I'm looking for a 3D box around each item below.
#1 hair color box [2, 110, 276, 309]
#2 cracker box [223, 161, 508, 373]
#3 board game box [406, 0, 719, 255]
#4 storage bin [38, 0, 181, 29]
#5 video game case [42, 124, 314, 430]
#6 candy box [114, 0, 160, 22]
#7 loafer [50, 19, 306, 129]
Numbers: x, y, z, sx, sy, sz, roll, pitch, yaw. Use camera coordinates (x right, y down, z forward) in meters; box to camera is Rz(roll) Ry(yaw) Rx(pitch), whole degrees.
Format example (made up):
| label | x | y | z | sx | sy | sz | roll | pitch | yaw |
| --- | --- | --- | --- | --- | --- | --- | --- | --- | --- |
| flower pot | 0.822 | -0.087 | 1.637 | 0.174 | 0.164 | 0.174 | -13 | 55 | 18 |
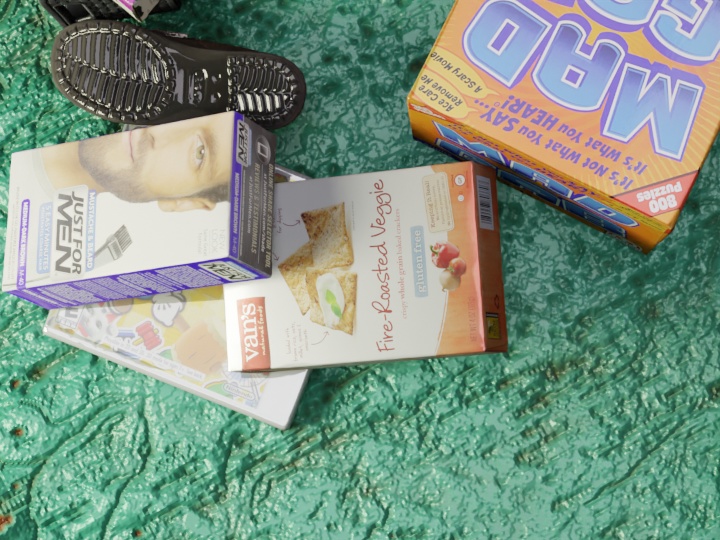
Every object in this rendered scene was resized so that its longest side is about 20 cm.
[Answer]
| label | x | y | z | sx | sy | sz | roll | pitch | yaw |
| --- | --- | --- | --- | --- | --- | --- | --- | --- | --- |
| hair color box | -0.160 | -0.041 | 1.605 | 0.199 | 0.065 | 0.110 | -8 | 71 | 27 |
| cracker box | 0.000 | 0.000 | 1.597 | 0.199 | 0.058 | 0.135 | -6 | 85 | 22 |
| board game box | 0.166 | -0.151 | 1.580 | 0.199 | 0.200 | 0.201 | 26 | 87 | 4 |
| storage bin | -0.196 | -0.290 | 1.640 | 0.093 | 0.135 | 0.201 | -10 | 85 | 2 |
| video game case | -0.113 | -0.001 | 1.669 | 0.199 | 0.023 | 0.183 | 21 | 86 | 5 |
| candy box | -0.141 | -0.293 | 1.538 | 0.136 | 0.061 | 0.200 | 40 | 87 | 4 |
| loafer | -0.133 | -0.139 | 1.660 | 0.199 | 0.071 | 0.073 | 13 | 97 | 10 |
